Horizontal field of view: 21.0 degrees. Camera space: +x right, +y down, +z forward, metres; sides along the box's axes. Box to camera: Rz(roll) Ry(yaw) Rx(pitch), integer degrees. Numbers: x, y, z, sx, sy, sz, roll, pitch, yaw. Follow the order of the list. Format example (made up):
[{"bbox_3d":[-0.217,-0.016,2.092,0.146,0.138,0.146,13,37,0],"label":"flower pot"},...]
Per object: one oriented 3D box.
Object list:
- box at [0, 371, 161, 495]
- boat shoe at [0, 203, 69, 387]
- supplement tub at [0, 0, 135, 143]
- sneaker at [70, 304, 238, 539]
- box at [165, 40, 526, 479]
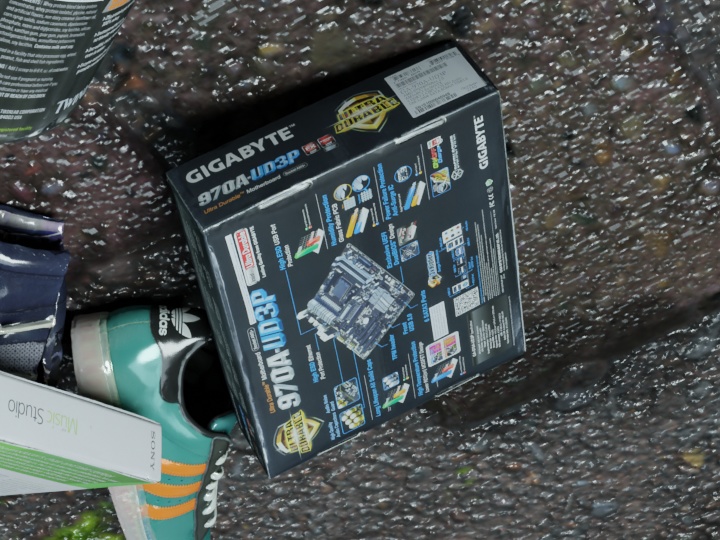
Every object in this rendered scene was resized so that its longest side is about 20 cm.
[{"bbox_3d":[-0.219,0.085,0.969,0.199,0.037,0.144,-6,163,28],"label":"box"},{"bbox_3d":[-0.235,0.002,0.941,0.199,0.075,0.093,8,120,-23],"label":"boat shoe"},{"bbox_3d":[-0.127,-0.157,0.746,0.122,0.123,0.200,14,131,-27],"label":"supplement tub"},{"bbox_3d":[-0.098,0.096,1.063,0.079,0.072,0.201,-9,137,3],"label":"sneaker"},{"bbox_3d":[0.000,0.000,0.970,0.158,0.046,0.201,-26,140,-12],"label":"box"}]
